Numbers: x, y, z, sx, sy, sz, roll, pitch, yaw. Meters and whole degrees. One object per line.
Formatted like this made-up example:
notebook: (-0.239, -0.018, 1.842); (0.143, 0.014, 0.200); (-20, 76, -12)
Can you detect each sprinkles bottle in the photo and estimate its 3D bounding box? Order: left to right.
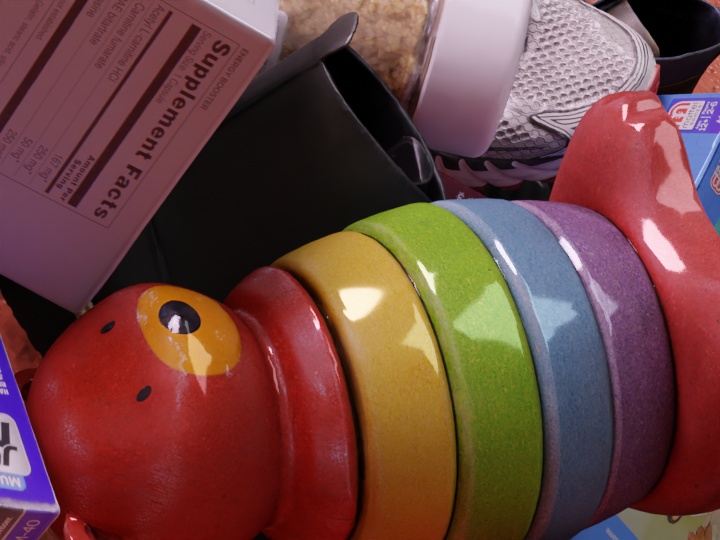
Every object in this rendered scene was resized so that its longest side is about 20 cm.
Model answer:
sprinkles bottle: (-0.048, -0.092, 0.835); (0.199, 0.068, 0.068); (14, 35, -4)

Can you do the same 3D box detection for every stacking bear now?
stacking bear: (0.003, 0.034, 0.737); (0.199, 0.114, 0.122); (-10, 51, -23)

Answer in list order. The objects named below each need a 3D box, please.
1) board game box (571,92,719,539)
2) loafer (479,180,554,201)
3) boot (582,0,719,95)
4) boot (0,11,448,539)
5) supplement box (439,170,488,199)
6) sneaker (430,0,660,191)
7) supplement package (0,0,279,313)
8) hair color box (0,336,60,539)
board game box: (0.111, 0.064, 0.902); (0.152, 0.045, 0.200); (48, 59, -35)
loafer: (0.010, -0.057, 1.003); (0.199, 0.073, 0.071); (24, -1, -12)
boot: (0.078, -0.093, 1.163); (0.200, 0.097, 0.075); (5, 46, -45)
boot: (-0.009, 0.029, 0.829); (0.200, 0.138, 0.078); (53, 22, -23)
supplement box: (0.000, 0.000, 0.938); (0.200, 0.109, 0.061); (28, 72, -20)
sneaker: (0.006, -0.089, 0.905); (0.199, 0.082, 0.078); (17, 64, 5)
supplement package: (-0.129, -0.099, 0.714); (0.200, 0.110, 0.114); (30, 32, -16)
hair color box: (-0.161, 0.019, 0.743); (0.065, 0.109, 0.200); (12, 41, -38)
